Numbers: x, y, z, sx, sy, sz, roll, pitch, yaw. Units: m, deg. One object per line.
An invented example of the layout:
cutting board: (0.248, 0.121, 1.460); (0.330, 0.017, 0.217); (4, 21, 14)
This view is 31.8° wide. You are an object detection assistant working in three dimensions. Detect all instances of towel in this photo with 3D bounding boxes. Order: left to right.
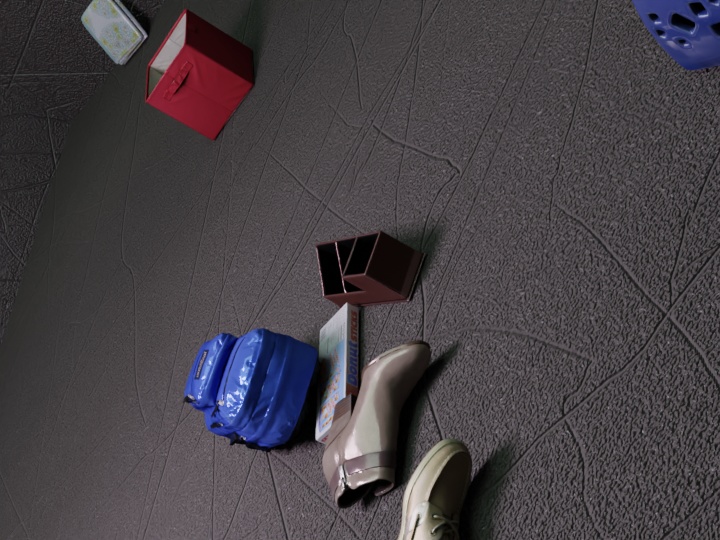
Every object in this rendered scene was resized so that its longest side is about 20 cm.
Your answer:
towel: (-0.759, -0.752, 3.899); (0.171, 0.200, 0.048); (-34, 10, 44)

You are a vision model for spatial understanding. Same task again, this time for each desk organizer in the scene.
desk organizer: (0.000, 0.000, 1.764); (0.199, 0.076, 0.073); (-9, 56, 61)

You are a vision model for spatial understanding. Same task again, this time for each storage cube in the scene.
storage cube: (-0.352, -0.431, 2.776); (0.171, 0.178, 0.201); (-50, 26, 25)

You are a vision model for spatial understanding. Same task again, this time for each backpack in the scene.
backpack: (-0.152, 0.167, 1.778); (0.200, 0.166, 0.165); (162, 124, -68)

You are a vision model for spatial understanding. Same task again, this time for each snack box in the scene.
snack box: (-0.032, 0.140, 1.747); (0.072, 0.024, 0.202); (-45, 30, 35)

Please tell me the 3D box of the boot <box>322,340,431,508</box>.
boot: (0.025, 0.195, 1.545); (0.200, 0.070, 0.148); (-45, 36, 36)

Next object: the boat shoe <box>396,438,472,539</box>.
boat shoe: (0.078, 0.280, 1.343); (0.065, 0.072, 0.202); (18, 84, 56)

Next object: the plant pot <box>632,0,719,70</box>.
plant pot: (0.366, -0.343, 1.270); (0.199, 0.179, 0.202); (-4, 61, 61)
